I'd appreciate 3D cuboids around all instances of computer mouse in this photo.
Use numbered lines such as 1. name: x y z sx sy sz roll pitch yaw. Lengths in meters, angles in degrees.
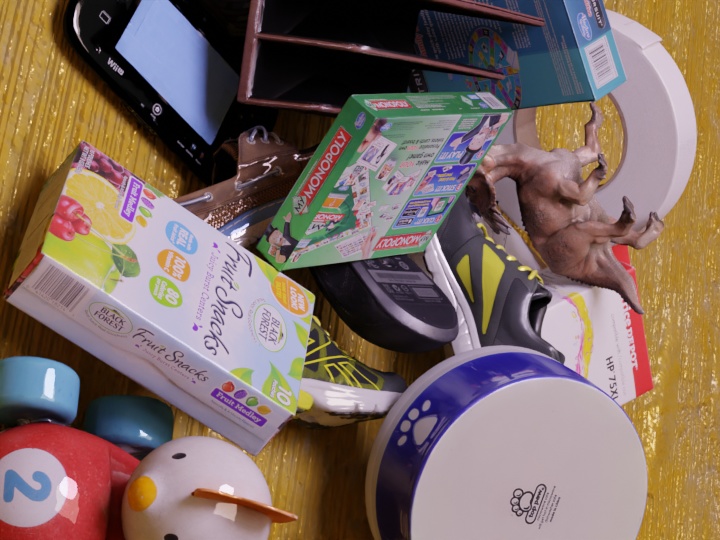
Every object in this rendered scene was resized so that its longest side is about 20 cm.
1. computer mouse: 0.000 0.000 1.711 0.138 0.053 0.200 9 35 -48

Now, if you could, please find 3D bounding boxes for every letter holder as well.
1. letter holder: 0.030 -0.155 1.653 0.200 0.142 0.101 4 96 -55

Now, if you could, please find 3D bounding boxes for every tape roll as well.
1. tape roll: 0.181 -0.117 1.865 0.037 0.202 0.204 -25 99 -52

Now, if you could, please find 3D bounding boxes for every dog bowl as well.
1. dog bowl: 0.108 0.161 1.663 0.199 0.079 0.201 -6 106 -23

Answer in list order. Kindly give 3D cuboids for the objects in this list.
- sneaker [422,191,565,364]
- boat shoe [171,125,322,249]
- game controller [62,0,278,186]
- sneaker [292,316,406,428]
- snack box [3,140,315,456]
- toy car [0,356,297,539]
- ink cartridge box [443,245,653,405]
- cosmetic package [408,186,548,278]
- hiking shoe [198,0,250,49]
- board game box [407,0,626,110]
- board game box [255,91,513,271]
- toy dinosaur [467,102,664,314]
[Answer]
1. sneaker: 0.103 0.011 1.753 0.074 0.084 0.201 36 36 -68
2. boat shoe: -0.073 -0.064 1.628 0.200 0.072 0.073 -34 97 -28
3. game controller: -0.136 -0.148 1.640 0.200 0.042 0.105 46 47 -33
4. sneaker: -0.035 0.068 1.663 0.200 0.074 0.085 10 71 -50
5. snack box: -0.129 0.017 1.504 0.200 0.053 0.142 34 31 -16
6. toy car: -0.134 0.150 1.421 0.177 0.199 0.185 26 59 -45
7. ink cartridge box: 0.170 0.062 1.865 0.199 0.067 0.117 -25 116 -27
8. cosmetic package: 0.099 -0.004 1.888 0.200 0.050 0.083 45 48 -35
9. hiking shoe: -0.073 -0.211 1.684 0.200 0.100 0.076 37 52 -46
10. board game box: 0.098 -0.201 1.765 0.047 0.199 0.152 -33 110 -40
11. board game box: 0.021 -0.066 1.628 0.029 0.135 0.200 43 24 21
12. toy dinosaur: 0.155 -0.044 1.813 0.201 0.135 0.086 60 21 -1
